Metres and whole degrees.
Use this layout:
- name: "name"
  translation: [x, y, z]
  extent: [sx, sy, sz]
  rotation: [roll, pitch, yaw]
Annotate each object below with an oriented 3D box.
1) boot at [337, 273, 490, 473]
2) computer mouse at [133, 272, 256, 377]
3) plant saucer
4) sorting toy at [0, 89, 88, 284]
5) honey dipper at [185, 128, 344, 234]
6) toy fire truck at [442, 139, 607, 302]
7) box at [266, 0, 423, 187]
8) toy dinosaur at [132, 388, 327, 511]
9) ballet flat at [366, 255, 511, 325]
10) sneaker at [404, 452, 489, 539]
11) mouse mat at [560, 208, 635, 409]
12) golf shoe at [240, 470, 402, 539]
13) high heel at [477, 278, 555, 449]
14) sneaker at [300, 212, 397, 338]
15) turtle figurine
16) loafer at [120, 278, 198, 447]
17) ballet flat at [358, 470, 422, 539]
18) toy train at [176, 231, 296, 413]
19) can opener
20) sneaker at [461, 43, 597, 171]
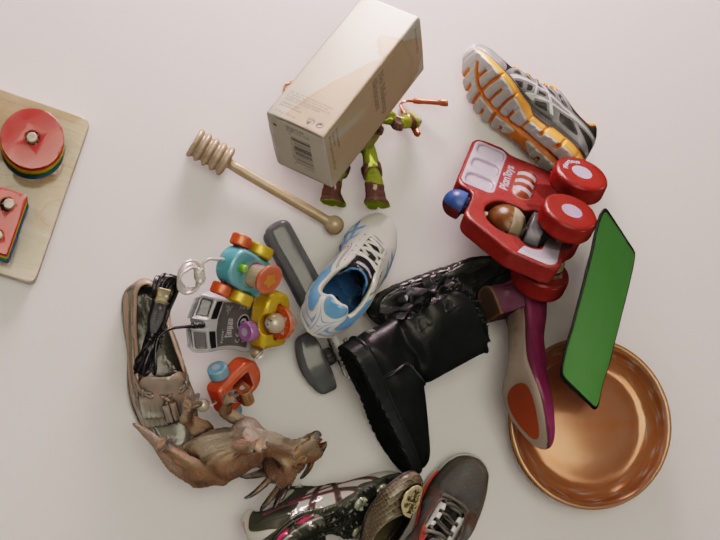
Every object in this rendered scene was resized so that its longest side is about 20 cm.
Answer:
- name: "boot"
  translation: [0.076, 0.114, 1.531]
  extent: [0.162, 0.073, 0.199]
  rotation: [-32, 112, -21]
- name: "computer mouse"
  translation: [-0.166, 0.057, 1.488]
  extent: [0.200, 0.044, 0.110]
  rotation: [1, 101, -52]
- name: "plant saucer"
  translation: [0.265, 0.179, 1.598]
  extent: [0.200, 0.037, 0.201]
  rotation: [2, 79, -12]
- name: "sorting toy"
  translation: [-0.422, -0.112, 1.488]
  extent: [0.200, 0.070, 0.199]
  rotation: [18, 76, -8]
- name: "honey dipper"
  translation: [-0.107, -0.096, 1.571]
  extent: [0.200, 0.038, 0.038]
  rotation: [31, 75, -7]
- name: "toy fire truck"
  translation: [0.180, -0.066, 1.562]
  extent: [0.168, 0.112, 0.200]
  rotation: [22, 38, 4]
- name: "box"
  translation: [-0.014, -0.202, 1.523]
  extent: [0.078, 0.095, 0.200]
  rotation: [26, 64, 22]
- name: "toy dinosaur"
  translation: [-0.143, 0.201, 1.455]
  extent: [0.200, 0.136, 0.086]
  rotation: [-5, 47, 9]
- name: "ballet flat"
  translation: [0.099, 0.020, 1.589]
  extent: [0.200, 0.057, 0.067]
  rotation: [-12, 103, -20]
- name: "sneaker"
  translation: [0.090, 0.294, 1.516]
  extent: [0.077, 0.082, 0.200]
  rotation: [33, 75, -5]
- name: "mouse mat"
  translation: [0.270, 0.046, 1.538]
  extent: [0.008, 0.161, 0.200]
  rotation: [11, 75, 28]
- name: "golf shoe"
  translation: [-0.036, 0.257, 1.498]
  extent: [0.200, 0.077, 0.088]
  rotation: [-19, 40, -35]
- name: "high heel"
  translation: [0.206, 0.101, 1.557]
  extent: [0.096, 0.067, 0.200]
  rotation: [-8, 79, -36]
- name: "sneaker"
  translation: [0.000, 0.000, 1.528]
  extent: [0.072, 0.072, 0.200]
  rotation: [44, 44, -11]
- name: "turtle figurine"
  translation: [0.007, -0.155, 1.590]
  extent: [0.200, 0.064, 0.162]
  rotation: [4, 79, -11]
- name: "loafer"
  translation: [-0.223, 0.106, 1.493]
  extent: [0.072, 0.063, 0.200]
  rotation: [-13, 83, -13]
- name: "ballet flat"
  translation: [0.016, 0.309, 1.482]
  extent: [0.067, 0.046, 0.200]
  rotation: [28, 95, -49]
- name: "toy train"
  translation: [-0.124, 0.061, 1.461]
  extent: [0.150, 0.056, 0.200]
  rotation: [-40, 133, -37]
- name: "can opener"
  translation: [-0.062, 0.040, 1.546]
  extent: [0.066, 0.053, 0.200]
  rotation: [-23, 85, -14]
- name: "sneaker"
  translation: [0.203, -0.200, 1.642]
  extent: [0.200, 0.078, 0.077]
  rotation: [46, 61, -5]
